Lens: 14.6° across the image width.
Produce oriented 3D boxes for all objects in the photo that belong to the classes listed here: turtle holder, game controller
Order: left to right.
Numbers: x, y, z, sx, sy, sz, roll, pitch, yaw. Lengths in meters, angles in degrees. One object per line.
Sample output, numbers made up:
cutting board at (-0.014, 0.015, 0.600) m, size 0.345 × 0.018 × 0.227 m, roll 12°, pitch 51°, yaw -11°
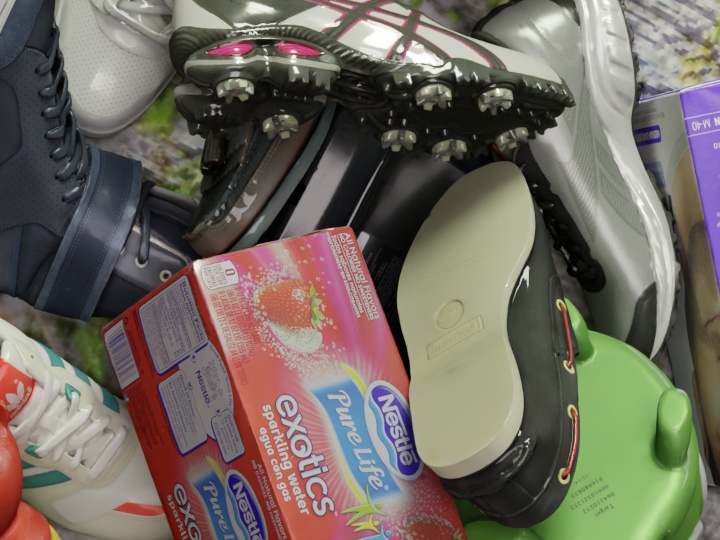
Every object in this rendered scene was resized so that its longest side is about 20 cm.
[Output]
game controller at (0.000, 0.000, 1.404) m, size 0.104 × 0.042 × 0.200 m, roll 30°, pitch 85°, yaw -23°
turtle holder at (0.112, 0.115, 1.350) m, size 0.185 × 0.132 × 0.141 m, roll 23°, pitch 63°, yaw 28°

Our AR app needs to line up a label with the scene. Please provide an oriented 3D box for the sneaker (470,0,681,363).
sneaker at (0.104, -0.043, 1.393) m, size 0.079 × 0.074 × 0.201 m, roll -16°, pitch 94°, yaw -17°

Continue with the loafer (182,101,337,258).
loafer at (-0.043, -0.092, 1.356) m, size 0.063 × 0.072 × 0.200 m, roll 37°, pitch 60°, yaw -16°

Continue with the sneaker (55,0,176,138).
sneaker at (-0.090, -0.157, 1.346) m, size 0.074 × 0.116 × 0.200 m, roll 28°, pitch 87°, yaw -10°

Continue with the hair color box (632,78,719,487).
hair color box at (0.188, 0.006, 1.395) m, size 0.065 × 0.109 × 0.201 m, roll -13°, pitch 91°, yaw -10°

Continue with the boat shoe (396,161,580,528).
boat shoe at (0.062, 0.032, 1.304) m, size 0.074 × 0.202 × 0.063 m, roll -27°, pitch 128°, yaw 24°

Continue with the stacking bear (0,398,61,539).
stacking bear at (-0.179, 0.152, 1.298) m, size 0.121 × 0.114 × 0.201 m, roll -8°, pitch 115°, yaw 6°

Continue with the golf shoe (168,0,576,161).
golf shoe at (0.008, -0.105, 1.306) m, size 0.199 × 0.077 × 0.088 m, roll 7°, pitch 61°, yaw -25°

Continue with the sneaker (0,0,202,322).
sneaker at (-0.131, -0.064, 1.326) m, size 0.146 × 0.077 × 0.203 m, roll 18°, pitch 124°, yaw -7°

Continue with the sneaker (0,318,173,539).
sneaker at (-0.159, 0.072, 1.343) m, size 0.200 × 0.093 × 0.070 m, roll 34°, pitch 85°, yaw -8°

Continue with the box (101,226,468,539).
box at (-0.030, 0.093, 1.295) m, size 0.095 × 0.100 × 0.201 m, roll -13°, pitch 78°, yaw -35°
